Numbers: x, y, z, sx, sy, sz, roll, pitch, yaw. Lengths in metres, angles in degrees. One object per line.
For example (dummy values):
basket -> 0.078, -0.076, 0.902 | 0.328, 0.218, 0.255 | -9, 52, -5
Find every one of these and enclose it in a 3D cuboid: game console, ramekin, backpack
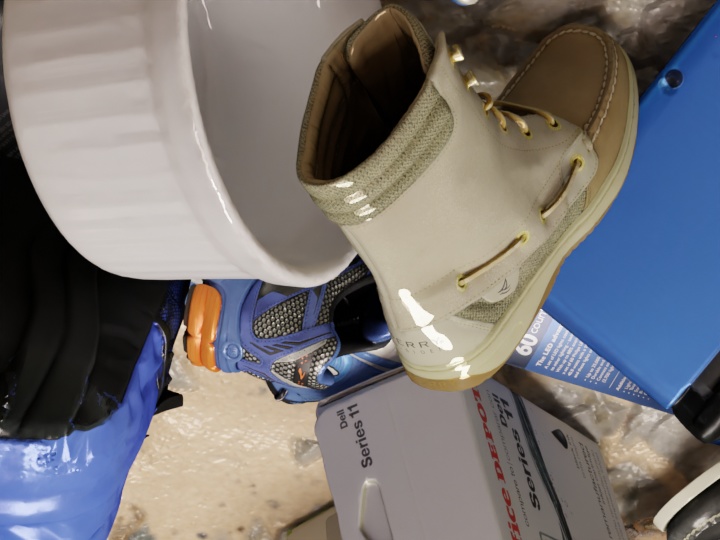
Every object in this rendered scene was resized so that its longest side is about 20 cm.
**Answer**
game console -> 0.205, -0.023, 1.372 | 0.200, 0.118, 0.171 | -51, 146, 14
ramekin -> -0.071, -0.089, 1.232 | 0.098, 0.201, 0.201 | -5, 137, 25
backpack -> -0.164, 0.059, 1.289 | 0.162, 0.200, 0.168 | 8, 122, 2

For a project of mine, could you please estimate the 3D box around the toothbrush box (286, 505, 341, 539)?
toothbrush box -> 0.054, 0.229, 1.582 | 0.086, 0.146, 0.200 | -30, 128, 23

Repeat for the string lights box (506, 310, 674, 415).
string lights box -> 0.143, 0.010, 1.419 | 0.200, 0.059, 0.103 | 18, 115, -19

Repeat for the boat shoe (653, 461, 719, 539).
boat shoe -> 0.238, 0.109, 1.382 | 0.200, 0.068, 0.072 | -10, 152, -23

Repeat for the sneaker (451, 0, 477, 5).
sneaker -> 0.119, -0.157, 1.259 | 0.200, 0.077, 0.076 | -12, 132, 6

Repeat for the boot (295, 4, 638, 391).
boot -> 0.050, -0.068, 1.264 | 0.072, 0.200, 0.155 | 8, 146, 36

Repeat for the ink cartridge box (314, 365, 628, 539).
ink cartridge box -> 0.069, 0.142, 1.455 | 0.083, 0.147, 0.200 | -25, 154, 19

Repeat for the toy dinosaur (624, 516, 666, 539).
toy dinosaur -> 0.234, 0.141, 1.513 | 0.200, 0.086, 0.136 | 27, 152, 36

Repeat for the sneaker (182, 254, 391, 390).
sneaker -> 0.000, 0.000, 1.338 | 0.078, 0.200, 0.075 | 27, 135, 21

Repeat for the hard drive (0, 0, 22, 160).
hard drive -> -0.195, -0.082, 1.342 | 0.139, 0.033, 0.200 | -37, 126, 28

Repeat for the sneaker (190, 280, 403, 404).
sneaker -> -0.039, 0.027, 1.428 | 0.200, 0.079, 0.089 | 24, 126, -25
